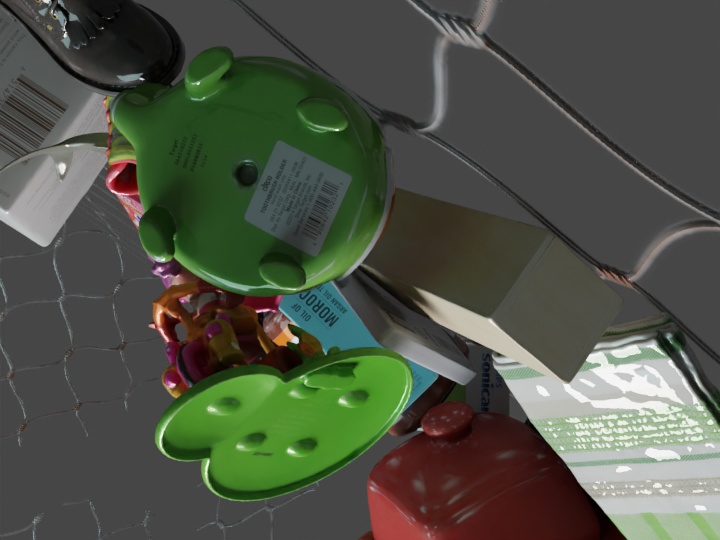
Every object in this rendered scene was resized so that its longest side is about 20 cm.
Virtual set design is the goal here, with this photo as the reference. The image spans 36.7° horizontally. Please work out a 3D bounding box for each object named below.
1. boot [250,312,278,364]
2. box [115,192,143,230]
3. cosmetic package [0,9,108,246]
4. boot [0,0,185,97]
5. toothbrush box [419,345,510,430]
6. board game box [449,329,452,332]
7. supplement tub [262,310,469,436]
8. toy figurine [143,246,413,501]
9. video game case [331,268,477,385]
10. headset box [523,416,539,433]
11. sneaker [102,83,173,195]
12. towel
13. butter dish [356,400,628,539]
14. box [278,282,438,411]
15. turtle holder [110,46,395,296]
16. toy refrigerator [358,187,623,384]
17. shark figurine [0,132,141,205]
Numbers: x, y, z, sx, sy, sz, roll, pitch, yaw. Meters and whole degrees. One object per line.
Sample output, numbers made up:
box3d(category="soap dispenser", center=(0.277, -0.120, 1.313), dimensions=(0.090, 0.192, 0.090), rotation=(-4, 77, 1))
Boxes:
box3d(category="boot", center=(-0.102, 0.022, 1.029), dimensions=(0.075, 0.200, 0.097), rotation=(25, 178, -23))
box3d(category="box", center=(-0.164, -0.070, 1.064), dimensions=(0.100, 0.096, 0.200), rotation=(33, 170, 1))
box3d(category="cosmetic package", center=(-0.355, -0.147, 1.097), dimensions=(0.166, 0.167, 0.200), rotation=(33, 170, -1))
box3d(category="boot", center=(-0.212, -0.196, 0.674), dimensions=(0.200, 0.069, 0.174), rotation=(33, 171, 14))
box3d(category="toothbrush box", center=(0.039, 0.115, 1.077), dimensions=(0.200, 0.086, 0.146), rotation=(1, 173, -2))
box3d(category="board game box", center=(0.014, 0.011, 1.062), dimensions=(0.158, 0.039, 0.200), rotation=(38, 163, -16))
box3d(category="supplement tub", center=(-0.011, 0.048, 0.947), dimensions=(0.200, 0.107, 0.107), rotation=(38, 170, -5))
box3d(category="toy figurine", center=(-0.088, 0.033, 0.720), dimensions=(0.200, 0.150, 0.184), rotation=(17, -147, -52))
box3d(category="video game case", center=(0.000, 0.000, 0.843), dimensions=(0.200, 0.018, 0.143), rotation=(52, -168, 33))
box3d(category="headset box", center=(0.220, 0.136, 0.884), dimensions=(0.149, 0.075, 0.200), rotation=(33, 170, 7))
box3d(category="sneaker", center=(-0.173, -0.105, 0.855), dimensions=(0.200, 0.090, 0.078), rotation=(48, 177, 37))
box3d(category="towel", center=(0.196, 0.115, 0.738), dimensions=(0.149, 0.031, 0.200), rotation=(-14, 122, 49))
box3d(category="butter dish", center=(0.089, 0.176, 0.888), dimensions=(0.200, 0.199, 0.148), rotation=(25, 137, 66))
box3d(category="box", center=(-0.027, 0.022, 0.848), dimensions=(0.200, 0.049, 0.082), rotation=(44, -172, -4))
box3d(category="turtle holder", center=(-0.067, -0.055, 0.662), dimensions=(0.185, 0.141, 0.132), rotation=(-4, -179, 19))
box3d(category="toy refrigerator", center=(0.073, 0.001, 0.710), dimensions=(0.076, 0.070, 0.200), rotation=(39, 174, -27))
box3d(category="shark figurine", center=(-0.182, -0.070, 0.905), dimensions=(0.214, 0.128, 0.090), rotation=(33, -154, -1))
